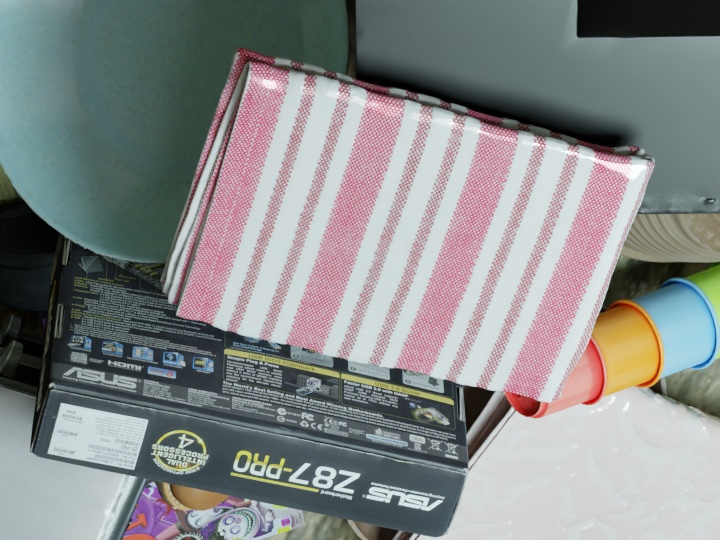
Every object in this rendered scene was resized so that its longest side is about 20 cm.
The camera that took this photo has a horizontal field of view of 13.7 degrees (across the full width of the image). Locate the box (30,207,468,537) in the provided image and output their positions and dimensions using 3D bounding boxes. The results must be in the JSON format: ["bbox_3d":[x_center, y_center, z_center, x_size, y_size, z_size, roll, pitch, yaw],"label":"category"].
[{"bbox_3d":[-0.051,0.043,1.426,0.200,0.161,0.049,11,126,-10],"label":"box"}]

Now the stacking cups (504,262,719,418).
[{"bbox_3d":[0.166,0.030,1.652,0.200,0.061,0.061,-16,132,-33],"label":"stacking cups"}]

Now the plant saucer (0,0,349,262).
[{"bbox_3d":[-0.089,-0.103,1.427,0.201,0.201,0.039,-47,162,16],"label":"plant saucer"}]

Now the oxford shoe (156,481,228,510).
[{"bbox_3d":[-0.029,0.056,1.590,0.200,0.071,0.071,-48,140,0],"label":"oxford shoe"}]

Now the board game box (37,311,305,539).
[{"bbox_3d":[-0.101,0.079,1.640,0.120,0.032,0.200,-15,129,-6],"label":"board game box"}]

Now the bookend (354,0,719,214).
[{"bbox_3d":[0.094,-0.130,1.355,0.198,0.092,0.200,-1,127,1],"label":"bookend"}]

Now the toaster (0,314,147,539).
[{"bbox_3d":[-0.184,0.130,1.492,0.118,0.181,0.200,22,96,-10],"label":"toaster"}]

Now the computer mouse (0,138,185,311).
[{"bbox_3d":[-0.112,-0.024,1.506,0.200,0.046,0.140,-10,159,-15],"label":"computer mouse"}]

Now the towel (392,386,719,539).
[{"bbox_3d":[0.125,0.144,1.733,0.200,0.032,0.191,22,115,-33],"label":"towel"}]

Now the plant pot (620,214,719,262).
[{"bbox_3d":[0.198,-0.075,1.601,0.200,0.093,0.201,-10,127,-14],"label":"plant pot"}]

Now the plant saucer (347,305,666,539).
[{"bbox_3d":[0.076,0.087,1.712,0.200,0.035,0.201,-12,129,-15],"label":"plant saucer"}]

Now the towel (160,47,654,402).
[{"bbox_3d":[0.020,-0.020,1.366,0.200,0.030,0.147,14,127,-9],"label":"towel"}]

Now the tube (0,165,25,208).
[{"bbox_3d":[-0.129,-0.073,1.503,0.200,0.052,0.058,-18,98,-3],"label":"tube"}]
